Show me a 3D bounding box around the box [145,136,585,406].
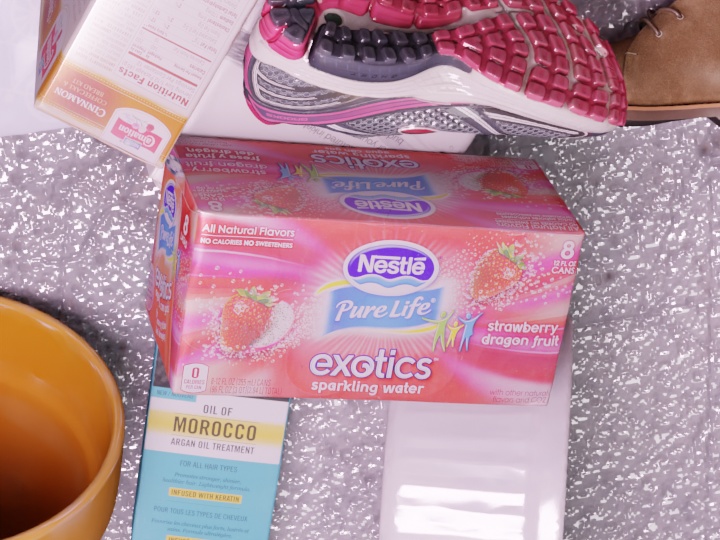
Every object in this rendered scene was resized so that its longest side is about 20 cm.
[{"bbox_3d":[0.000,0.000,1.151,0.198,0.095,0.103,4,115,-16],"label":"box"}]

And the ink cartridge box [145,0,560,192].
[{"bbox_3d":[-0.008,-0.114,1.194,0.146,0.083,0.201,26,107,-24],"label":"ink cartridge box"}]

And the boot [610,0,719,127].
[{"bbox_3d":[0.157,-0.114,1.239,0.198,0.074,0.076,-1,97,-7],"label":"boot"}]

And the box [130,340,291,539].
[{"bbox_3d":[-0.081,0.074,1.316,0.082,0.049,0.201,6,115,-6],"label":"box"}]

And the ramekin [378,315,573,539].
[{"bbox_3d":[0.063,0.121,1.269,0.097,0.201,0.202,5,115,4],"label":"ramekin"}]

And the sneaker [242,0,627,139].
[{"bbox_3d":[0.038,-0.100,1.130,0.198,0.081,0.075,9,142,-18],"label":"sneaker"}]

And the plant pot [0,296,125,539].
[{"bbox_3d":[-0.235,0.144,1.276,0.198,0.201,0.184,5,131,-5],"label":"plant pot"}]

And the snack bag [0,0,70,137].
[{"bbox_3d":[-0.128,-0.164,1.214,0.198,0.021,0.190,-10,117,-2],"label":"snack bag"}]

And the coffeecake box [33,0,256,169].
[{"bbox_3d":[-0.083,-0.174,1.117,0.073,0.154,0.201,26,111,-18],"label":"coffeecake box"}]
